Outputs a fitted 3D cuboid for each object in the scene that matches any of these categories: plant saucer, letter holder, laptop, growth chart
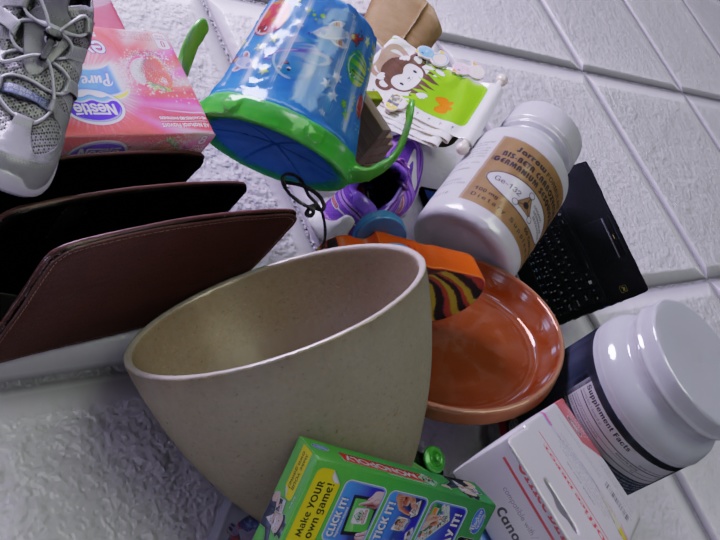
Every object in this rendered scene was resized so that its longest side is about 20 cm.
[{"bbox_3d":[0.080,0.059,0.810,0.198,0.033,0.201,7,40,-6],"label":"plant saucer"},{"bbox_3d":[-0.160,-0.031,0.613,0.199,0.142,0.101,-14,69,-49],"label":"letter holder"},{"bbox_3d":[0.189,-0.035,1.001,0.103,0.198,0.179,58,12,-64],"label":"laptop"},{"bbox_3d":[0.050,-0.194,0.969,0.198,0.018,0.146,19,57,4],"label":"growth chart"}]

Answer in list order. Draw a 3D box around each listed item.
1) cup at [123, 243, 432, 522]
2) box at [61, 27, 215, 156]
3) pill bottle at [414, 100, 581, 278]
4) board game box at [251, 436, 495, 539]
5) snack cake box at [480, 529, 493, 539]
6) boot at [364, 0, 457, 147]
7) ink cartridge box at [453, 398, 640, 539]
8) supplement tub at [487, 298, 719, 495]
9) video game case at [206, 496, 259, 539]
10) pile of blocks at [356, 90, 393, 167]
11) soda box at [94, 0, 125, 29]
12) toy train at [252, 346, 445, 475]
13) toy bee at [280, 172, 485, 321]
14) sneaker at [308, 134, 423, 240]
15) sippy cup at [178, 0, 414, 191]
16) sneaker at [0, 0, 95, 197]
[{"bbox_3d":[-0.035,0.085,0.599,0.200,0.199,0.144,-41,119,-53],"label":"cup"},{"bbox_3d":[-0.220,-0.108,0.656,0.199,0.095,0.103,-10,67,-49],"label":"box"},{"bbox_3d":[0.150,-0.082,0.947,0.114,0.114,0.200,43,58,-8],"label":"pill bottle"},{"bbox_3d":[-0.018,0.206,0.534,0.134,0.201,0.029,21,7,-32],"label":"board game box"},{"bbox_3d":[0.126,0.272,0.682,0.201,0.067,0.115,56,19,3],"label":"snack cake box"},{"bbox_3d":[0.070,-0.256,1.098,0.175,0.066,0.201,39,38,-10],"label":"boot"},{"bbox_3d":[0.139,0.172,0.676,0.117,0.067,0.200,58,18,14],"label":"ink cartridge box"},{"bbox_3d":[0.226,0.128,0.823,0.140,0.200,0.141,27,42,-27],"label":"supplement tub"},{"bbox_3d":[-0.021,0.230,0.637,0.199,0.018,0.144,38,39,-15],"label":"video game case"},{"bbox_3d":[-0.032,-0.164,0.861,0.199,0.083,0.062,36,30,32],"label":"pile of blocks"},{"bbox_3d":[-0.279,-0.184,0.687,0.199,0.063,0.070,-11,67,-50],"label":"soda box"},{"bbox_3d":[-0.014,0.127,0.715,0.199,0.042,0.057,35,50,-18],"label":"toy train"},{"bbox_3d":[0.000,0.000,0.777,0.199,0.109,0.131,33,26,-8],"label":"toy bee"},{"bbox_3d":[0.027,-0.084,0.897,0.081,0.083,0.200,44,37,-7],"label":"sneaker"},{"bbox_3d":[-0.050,-0.152,0.750,0.177,0.139,0.131,29,76,-34],"label":"sippy cup"},{"bbox_3d":[-0.202,-0.136,0.551,0.074,0.082,0.202,19,48,-34],"label":"sneaker"}]
